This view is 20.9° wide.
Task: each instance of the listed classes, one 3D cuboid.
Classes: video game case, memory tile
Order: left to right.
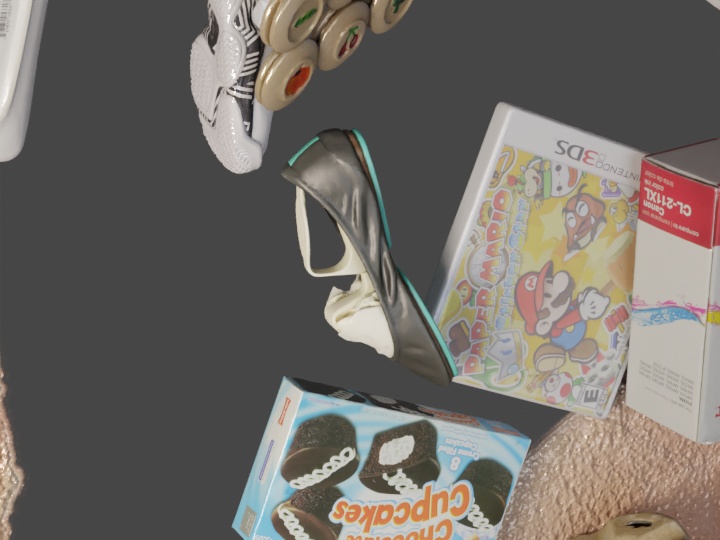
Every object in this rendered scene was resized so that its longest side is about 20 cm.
[{"bbox_3d":[0.009,-0.190,1.177,0.200,0.017,0.154,-41,155,-34],"label":"memory tile"},{"bbox_3d":[0.141,-0.003,1.417,0.182,0.023,0.201,16,99,-31],"label":"video game case"}]

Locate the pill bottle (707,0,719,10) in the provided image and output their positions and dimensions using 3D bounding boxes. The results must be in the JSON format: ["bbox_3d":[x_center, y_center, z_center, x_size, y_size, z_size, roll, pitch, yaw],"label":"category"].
[{"bbox_3d":[0.313,-0.276,1.365,0.200,0.112,0.112,-43,121,-9],"label":"pill bottle"}]

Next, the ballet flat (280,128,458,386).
[{"bbox_3d":[0.000,0.000,1.323,0.068,0.068,0.200,-26,107,-8],"label":"ballet flat"}]

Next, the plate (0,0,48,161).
[{"bbox_3d":[-0.255,-0.146,1.086,0.200,0.032,0.200,-3,118,-38],"label":"plate"}]

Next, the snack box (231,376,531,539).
[{"bbox_3d":[0.017,0.151,1.393,0.200,0.037,0.117,14,100,-31],"label":"snack box"}]

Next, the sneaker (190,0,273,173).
[{"bbox_3d":[-0.044,-0.163,1.233,0.115,0.075,0.201,-8,108,-24],"label":"sneaker"}]

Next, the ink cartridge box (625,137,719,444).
[{"bbox_3d":[0.277,0.009,1.440,0.145,0.083,0.201,-15,117,-35],"label":"ink cartridge box"}]

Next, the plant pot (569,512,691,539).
[{"bbox_3d":[0.224,0.292,1.476,0.200,0.200,0.184,-35,108,-14],"label":"plant pot"}]
